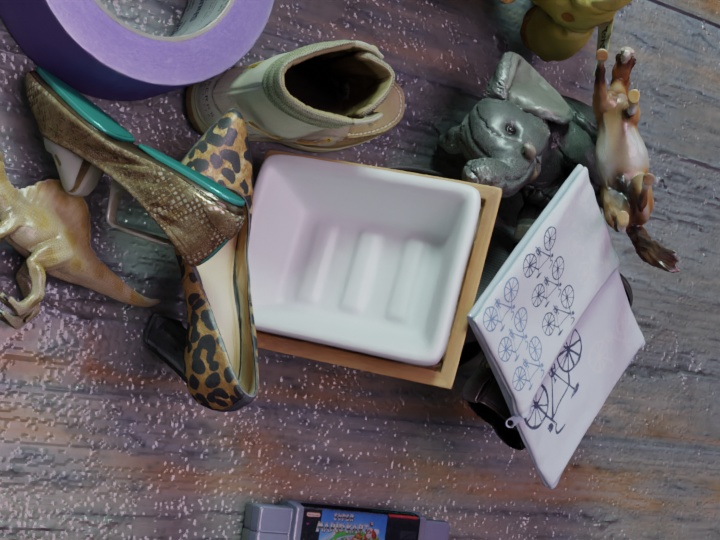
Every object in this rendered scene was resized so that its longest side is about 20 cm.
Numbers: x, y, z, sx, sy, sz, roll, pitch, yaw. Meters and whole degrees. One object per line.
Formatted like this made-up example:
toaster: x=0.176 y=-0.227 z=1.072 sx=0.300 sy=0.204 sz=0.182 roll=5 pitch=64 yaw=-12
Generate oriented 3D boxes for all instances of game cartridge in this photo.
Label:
game cartridge: x=-0.013 y=0.261 z=1.041 sx=0.199 sy=0.038 sz=0.131 roll=12 pitch=86 yaw=-34

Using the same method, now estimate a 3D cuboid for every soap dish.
soap dish: x=0.000 y=0.000 z=0.969 sx=0.081 sy=0.198 sz=0.159 roll=48 pitch=55 yaw=-66

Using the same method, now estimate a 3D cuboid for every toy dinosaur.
toy dinosaur: x=-0.222 y=-0.011 z=0.884 sx=0.200 sy=0.058 sz=0.102 roll=45 pitch=64 yaw=-26

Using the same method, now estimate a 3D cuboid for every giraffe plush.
giraffe plush: x=0.149 y=-0.275 z=1.097 sx=0.161 sy=0.173 sz=0.201 roll=25 pitch=42 yaw=-12

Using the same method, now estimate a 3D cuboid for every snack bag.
snack bag: x=0.164 y=0.050 z=0.997 sx=0.189 sy=0.021 sz=0.201 roll=-50 pitch=129 yaw=-34

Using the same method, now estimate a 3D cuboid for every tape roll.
tape roll: x=-0.164 y=-0.229 z=0.915 sx=0.198 sy=0.085 sz=0.202 roll=1 pitch=88 yaw=-34

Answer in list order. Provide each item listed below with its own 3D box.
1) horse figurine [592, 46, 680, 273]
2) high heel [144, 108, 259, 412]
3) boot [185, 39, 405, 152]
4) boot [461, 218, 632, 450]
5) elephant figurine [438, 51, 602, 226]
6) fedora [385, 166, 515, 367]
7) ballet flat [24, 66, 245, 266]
horse figurine: x=0.216 y=-0.092 z=1.015 sx=0.049 sy=0.133 sz=0.202 roll=-9 pitch=84 yaw=9
high heel: x=-0.089 y=-0.006 z=0.893 sx=0.071 sy=0.142 sz=0.202 roll=8 pitch=104 yaw=-37
boot: x=-0.015 y=-0.136 z=0.974 sx=0.199 sy=0.154 sz=0.073 roll=-3 pitch=91 yaw=-35
boot: x=0.153 y=0.066 z=1.055 sx=0.200 sy=0.069 sz=0.176 roll=32 pitch=71 yaw=-48
elephant figurine: x=0.135 y=-0.115 z=1.084 sx=0.199 sy=0.155 sz=0.143 roll=19 pitch=87 yaw=-38
fedora: x=0.072 y=-0.001 z=1.071 sx=0.199 sy=0.090 sz=0.178 roll=27 pitch=74 yaw=-32
ballet flat: x=-0.171 y=-0.069 z=0.873 sx=0.066 sy=0.199 sz=0.070 roll=-58 pitch=161 yaw=6
